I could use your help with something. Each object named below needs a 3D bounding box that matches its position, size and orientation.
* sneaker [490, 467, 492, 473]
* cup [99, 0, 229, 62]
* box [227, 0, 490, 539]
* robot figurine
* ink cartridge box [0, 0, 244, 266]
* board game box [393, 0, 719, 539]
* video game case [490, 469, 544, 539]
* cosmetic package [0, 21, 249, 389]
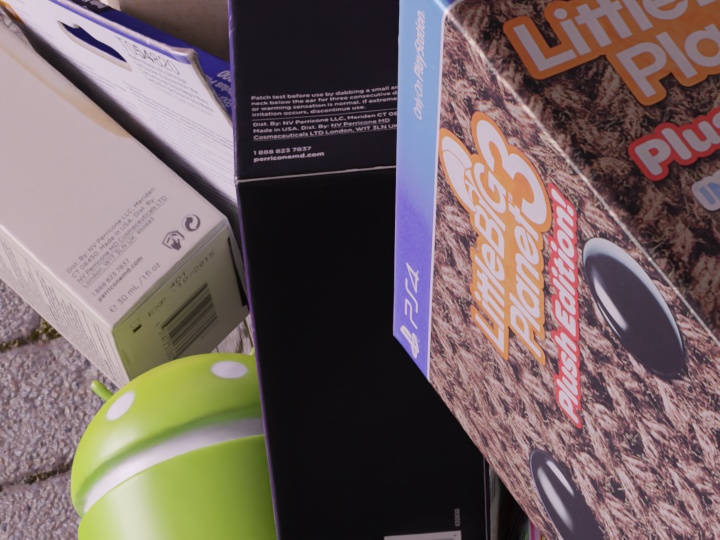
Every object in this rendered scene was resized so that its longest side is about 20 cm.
[{"bbox_3d":[0.072,0.080,0.936,0.199,0.080,0.116,42,142,44],"label":"sneaker"},{"bbox_3d":[-0.054,-0.155,1.084,0.200,0.142,0.202,163,90,-81],"label":"cup"},{"bbox_3d":[0.000,0.000,0.776,0.142,0.078,0.201,-92,-2,-49],"label":"box"},{"bbox_3d":[-0.047,0.122,0.895,0.116,0.174,0.201,80,173,-65],"label":"robot figurine"},{"bbox_3d":[-0.067,-0.055,0.975,0.199,0.041,0.200,29,158,47],"label":"ink cartridge box"},{"bbox_3d":[0.100,0.023,0.510,0.200,0.096,0.160,53,161,28],"label":"board game box"},{"bbox_3d":[0.069,0.083,0.755,0.182,0.024,0.201,-86,11,-56],"label":"video game case"},{"bbox_3d":[-0.144,-0.039,1.006,0.200,0.071,0.105,41,165,18],"label":"cosmetic package"}]
